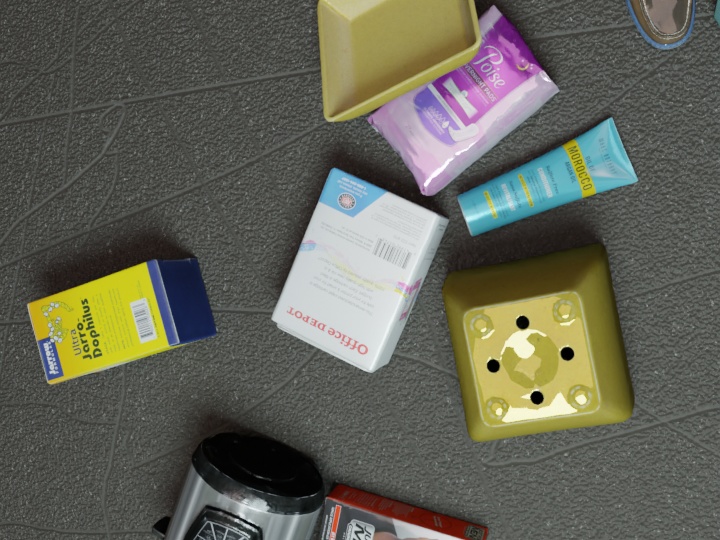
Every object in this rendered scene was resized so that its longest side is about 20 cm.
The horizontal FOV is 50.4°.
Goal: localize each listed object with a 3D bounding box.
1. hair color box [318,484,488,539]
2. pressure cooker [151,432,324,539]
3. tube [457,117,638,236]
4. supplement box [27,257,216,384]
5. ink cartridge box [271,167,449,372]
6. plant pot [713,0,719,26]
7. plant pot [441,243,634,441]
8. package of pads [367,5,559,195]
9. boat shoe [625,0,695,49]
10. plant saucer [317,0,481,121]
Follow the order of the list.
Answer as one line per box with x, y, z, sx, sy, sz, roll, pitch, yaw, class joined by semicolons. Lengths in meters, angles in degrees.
0.048;0.343;0.934;0.197;0.061;0.103;12;93;14;hair color box
-0.146;0.323;0.931;0.175;0.177;0.203;31;102;53;pressure cooker
0.212;-0.101;0.890;0.198;0.050;0.078;-23;93;9;tube
-0.309;0.064;1.000;0.197;0.109;0.111;-18;87;15;supplement box
0.000;0.000;0.927;0.143;0.085;0.202;25;96;14;ink cartridge box
0.467;-0.249;0.767;0.200;0.141;0.142;44;101;17;plant pot
0.187;0.083;0.818;0.193;0.200;0.197;-11;88;14;plant pot
0.119;-0.192;0.894;0.199;0.076;0.121;-39;82;13;package of pads
0.321;-0.346;0.836;0.071;0.072;0.203;-12;88;15;boat shoe
0.046;-0.277;0.884;0.198;0.048;0.203;-21;57;27;plant saucer
